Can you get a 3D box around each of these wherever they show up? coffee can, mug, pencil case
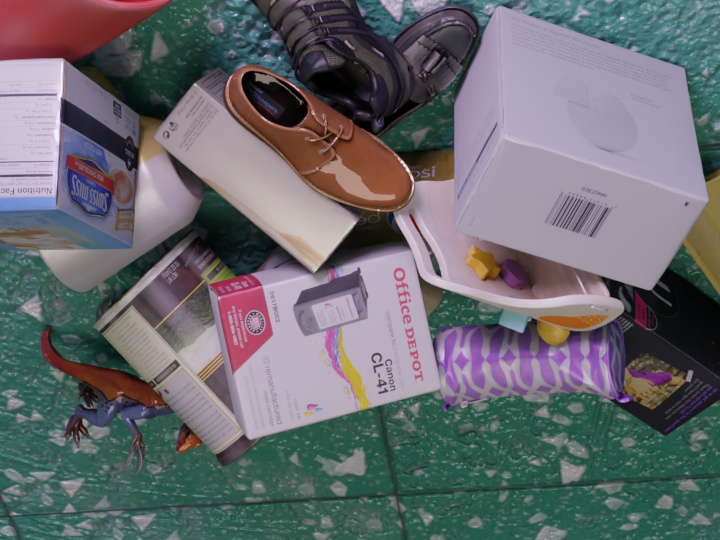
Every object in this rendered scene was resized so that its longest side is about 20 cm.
[{"bbox_3d":[-0.158,0.080,1.708,0.200,0.146,0.146,47,123,-5],"label":"coffee can"},{"bbox_3d":[-0.246,-0.088,1.613,0.152,0.150,0.187,-23,134,13],"label":"mug"},{"bbox_3d":[0.165,0.092,1.628,0.198,0.084,0.087,-6,91,25],"label":"pencil case"}]

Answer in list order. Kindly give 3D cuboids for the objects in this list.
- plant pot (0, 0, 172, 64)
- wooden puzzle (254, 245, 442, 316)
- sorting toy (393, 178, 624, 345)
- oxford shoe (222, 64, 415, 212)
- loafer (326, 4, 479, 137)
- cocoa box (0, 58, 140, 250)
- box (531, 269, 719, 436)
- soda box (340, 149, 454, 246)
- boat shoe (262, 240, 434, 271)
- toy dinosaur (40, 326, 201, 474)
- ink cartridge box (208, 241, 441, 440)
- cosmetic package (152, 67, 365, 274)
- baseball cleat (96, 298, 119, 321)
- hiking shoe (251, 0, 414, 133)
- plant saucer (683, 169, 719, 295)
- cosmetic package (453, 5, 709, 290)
[{"bbox_3d":[-0.272,-0.266,1.425,0.199,0.202,0.177,32,137,-24],"label":"plant pot"},{"bbox_3d":[-0.037,0.052,1.781,0.184,0.047,0.200,27,125,-20],"label":"wooden puzzle"},{"bbox_3d":[0.119,-0.019,1.539,0.179,0.201,0.107,9,133,-33],"label":"sorting toy"},{"bbox_3d":[-0.036,-0.116,1.481,0.199,0.072,0.071,31,172,-7],"label":"oxford shoe"},{"bbox_3d":[0.038,-0.169,1.567,0.072,0.063,0.200,34,126,-25],"label":"loafer"},{"bbox_3d":[-0.290,-0.096,1.467,0.132,0.133,0.200,-1,171,11],"label":"cocoa box"},{"bbox_3d":[0.283,0.061,1.723,0.199,0.123,0.106,32,128,-24],"label":"box"},{"bbox_3d":[0.021,-0.071,1.656,0.198,0.068,0.064,-4,132,8],"label":"soda box"},{"bbox_3d":[0.000,0.000,1.685,0.198,0.065,0.074,-21,125,-9],"label":"boat shoe"},{"bbox_3d":[-0.251,0.148,1.803,0.180,0.105,0.201,-16,122,39],"label":"toy dinosaur"},{"bbox_3d":[-0.036,0.065,1.604,0.198,0.086,0.149,-14,99,-9],"label":"ink cartridge box"},{"bbox_3d":[-0.090,-0.096,1.566,0.200,0.105,0.071,41,107,-2],"label":"cosmetic package"},{"bbox_3d":[-0.213,0.102,1.830,0.198,0.070,0.107,25,130,-17],"label":"baseball cleat"},{"bbox_3d":[-0.036,-0.213,1.484,0.200,0.101,0.076,41,118,-5],"label":"hiking shoe"},{"bbox_3d":[0.428,-0.056,1.657,0.199,0.049,0.200,-26,126,24],"label":"plant saucer"},{"bbox_3d":[0.195,-0.114,1.515,0.197,0.201,0.123,17,132,-11],"label":"cosmetic package"}]
